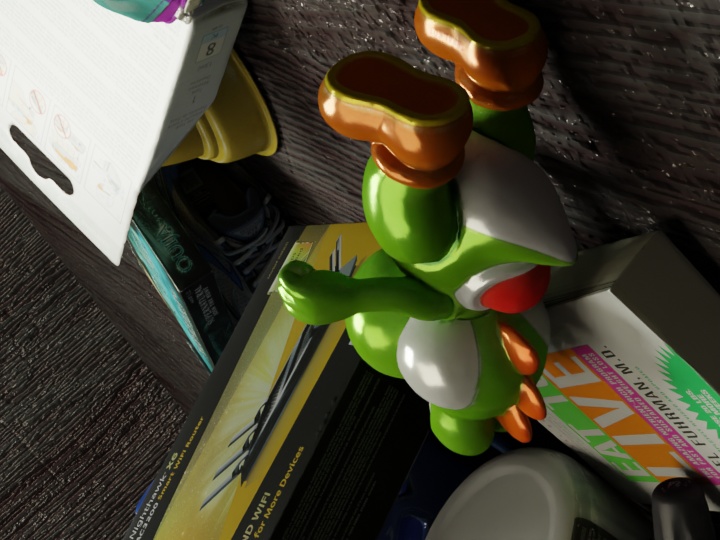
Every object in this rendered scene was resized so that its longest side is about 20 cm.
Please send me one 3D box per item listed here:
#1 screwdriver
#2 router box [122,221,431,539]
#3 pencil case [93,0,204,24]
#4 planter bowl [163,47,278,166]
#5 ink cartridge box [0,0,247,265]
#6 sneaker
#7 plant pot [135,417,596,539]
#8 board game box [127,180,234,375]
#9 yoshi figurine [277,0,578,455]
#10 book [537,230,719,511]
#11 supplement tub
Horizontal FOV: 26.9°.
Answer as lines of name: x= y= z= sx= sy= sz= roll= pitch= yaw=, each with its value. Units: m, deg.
screwdriver: x=0.153 y=0.185 z=0.677 sx=0.028 sy=0.029 sz=0.201 roll=-142 pitch=41 yaw=-67
router box: x=-0.029 y=0.073 z=0.744 sx=0.052 sy=0.201 sz=0.157 roll=33 pitch=165 yaw=-24
pencil case: x=-0.064 y=-0.150 z=0.608 sx=0.093 sy=0.085 sz=0.200 roll=68 pitch=163 yaw=-12
planter bowl: x=-0.148 y=-0.126 z=0.957 sx=0.200 sy=0.083 sz=0.201 roll=45 pitch=166 yaw=14
ink cartridge box: x=-0.156 y=-0.124 z=0.872 sx=0.160 sy=0.047 sz=0.200 roll=44 pitch=137 yaw=17
sneaker: x=-0.086 y=-0.020 z=1.086 sx=0.200 sy=0.077 sz=0.085 roll=49 pitch=163 yaw=-3
plant pot: x=0.010 y=0.137 z=0.905 sx=0.200 sy=0.180 sz=0.200 roll=35 pitch=171 yaw=-21
board game box: x=-0.135 y=-0.002 z=1.080 sx=0.136 sy=0.028 sz=0.200 roll=53 pitch=169 yaw=22
yoshi figurine: x=0.024 y=-0.012 z=0.601 sx=0.112 sy=0.112 sz=0.201 roll=-93 pitch=-4 yaw=-48
book: x=0.128 y=0.052 z=0.666 sx=0.134 sy=0.048 sz=0.200 roll=45 pitch=166 yaw=-4
supplement tub: x=0.134 y=0.189 z=0.796 sx=0.200 sy=0.123 sz=0.122 roll=37 pitch=174 yaw=-27
